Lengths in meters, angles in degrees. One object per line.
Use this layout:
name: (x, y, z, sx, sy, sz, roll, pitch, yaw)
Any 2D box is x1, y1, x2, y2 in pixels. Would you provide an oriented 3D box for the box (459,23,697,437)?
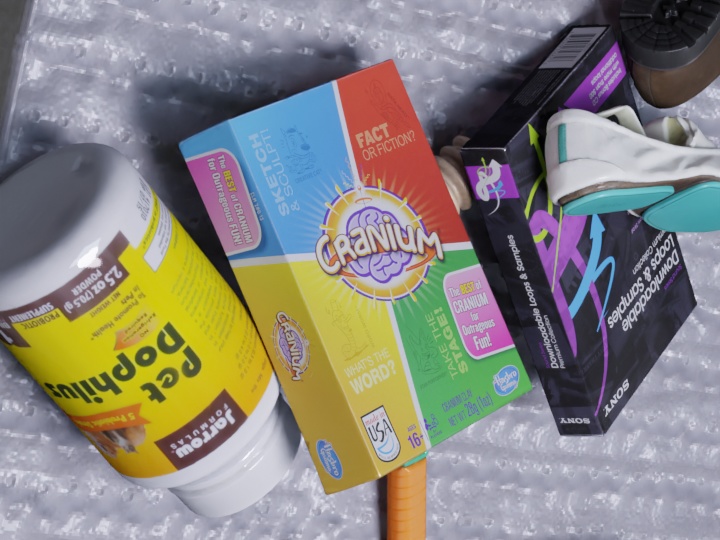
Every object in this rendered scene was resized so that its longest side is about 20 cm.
box: (0.133, -0.023, 1.557, 0.143, 0.036, 0.201, -49, 129, -42)

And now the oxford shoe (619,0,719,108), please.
oxford shoe: (0.224, -0.175, 1.604, 0.200, 0.073, 0.085, -44, 148, -23)

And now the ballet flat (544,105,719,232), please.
ballet flat: (0.170, -0.063, 1.534, 0.200, 0.069, 0.070, 5, 99, -54)

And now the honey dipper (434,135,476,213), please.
honey dipper: (-0.007, -0.006, 1.491, 0.200, 0.038, 0.038, -37, 121, -18)

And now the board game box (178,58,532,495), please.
board game box: (0.000, 0.000, 1.415, 0.153, 0.040, 0.201, -26, 93, -50)

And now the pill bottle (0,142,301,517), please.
pill bottle: (-0.114, 0.037, 1.373, 0.109, 0.109, 0.200, -49, 125, -16)

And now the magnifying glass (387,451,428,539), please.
magnifying glass: (0.028, 0.090, 1.531, 0.079, 0.022, 0.201, -23, 124, -42)
